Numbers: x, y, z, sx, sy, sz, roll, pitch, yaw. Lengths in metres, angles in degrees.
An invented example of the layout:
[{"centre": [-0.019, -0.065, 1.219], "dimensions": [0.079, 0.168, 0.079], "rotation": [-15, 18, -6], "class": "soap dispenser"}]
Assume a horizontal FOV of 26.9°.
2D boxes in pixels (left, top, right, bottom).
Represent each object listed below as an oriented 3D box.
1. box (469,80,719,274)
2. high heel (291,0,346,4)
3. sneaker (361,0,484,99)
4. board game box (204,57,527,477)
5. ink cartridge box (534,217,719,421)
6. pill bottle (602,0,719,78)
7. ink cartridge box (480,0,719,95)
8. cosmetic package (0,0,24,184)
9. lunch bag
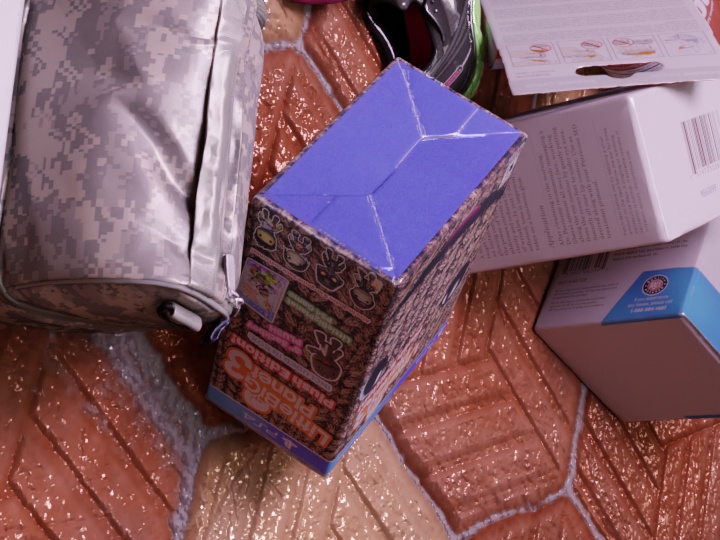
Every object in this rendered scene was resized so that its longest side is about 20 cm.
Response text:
[{"centre": [0.169, -0.074, 1.125], "dimensions": [0.152, 0.200, 0.107], "rotation": [-22, 99, -46], "class": "box"}, {"centre": [-0.033, -0.288, 1.058], "dimensions": [0.096, 0.067, 0.200], "rotation": [-19, 82, -13], "class": "high heel"}, {"centre": [0.045, -0.216, 1.107], "dimensions": [0.084, 0.077, 0.200], "rotation": [-2, 83, -47], "class": "sneaker"}, {"centre": [0.000, 0.000, 0.932], "dimensions": [0.097, 0.200, 0.159], "rotation": [32, 51, 12], "class": "board game box"}, {"centre": [0.268, 0.002, 1.255], "dimensions": [0.146, 0.147, 0.200], "rotation": [44, 56, -32], "class": "ink cartridge box"}, {"centre": [0.258, -0.207, 1.299], "dimensions": [0.200, 0.112, 0.112], "rotation": [36, 60, -37], "class": "pill bottle"}, {"centre": [0.175, -0.163, 1.115], "dimensions": [0.200, 0.160, 0.047], "rotation": [-97, -177, -57], "class": "ink cartridge box"}, {"centre": [-0.245, -0.126, 0.791], "dimensions": [0.113, 0.081, 0.200], "rotation": [18, 70, -43], "class": "cosmetic package"}, {"centre": [-0.131, -0.060, 0.835], "dimensions": [0.139, 0.168, 0.200], "rotation": [18, 72, -43], "class": "lunch bag"}]
